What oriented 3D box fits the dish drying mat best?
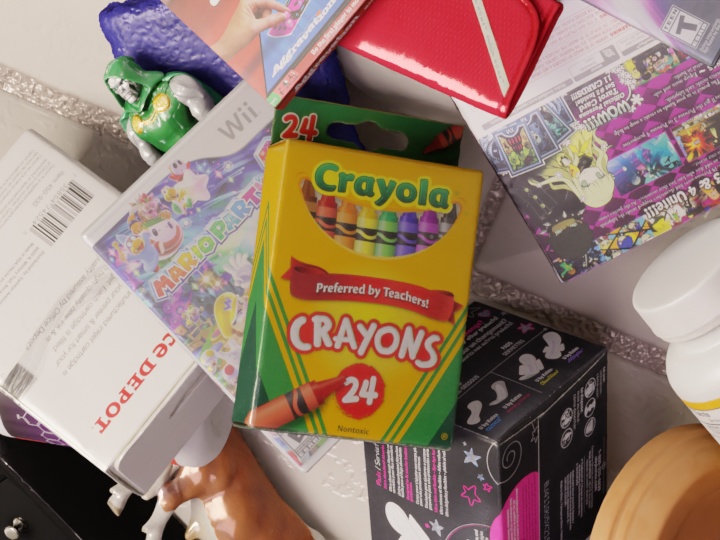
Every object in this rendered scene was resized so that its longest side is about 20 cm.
[{"bbox_3d":[0.014,-0.161,1.011,0.200,0.018,0.077,27,96,18],"label":"dish drying mat"}]

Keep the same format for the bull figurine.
[{"bbox_3d":[-0.090,0.197,1.276,0.200,0.121,0.065,57,161,-10],"label":"bull figurine"}]

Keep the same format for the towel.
[{"bbox_3d":[-0.072,-0.096,1.124,0.147,0.050,0.201,-9,119,17],"label":"towel"}]

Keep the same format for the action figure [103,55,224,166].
[{"bbox_3d":[-0.086,-0.059,1.092,0.200,0.055,0.118,45,123,-11],"label":"action figure"}]

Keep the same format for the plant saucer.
[{"bbox_3d":[0.225,0.201,1.127,0.037,0.200,0.201,2,126,52],"label":"plant saucer"}]

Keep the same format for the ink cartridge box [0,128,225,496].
[{"bbox_3d":[-0.177,0.028,1.123,0.200,0.147,0.083,36,169,19],"label":"ink cartridge box"}]

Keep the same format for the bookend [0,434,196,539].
[{"bbox_3d":[-0.257,0.219,1.337,0.198,0.092,0.200,-32,106,30],"label":"bookend"}]

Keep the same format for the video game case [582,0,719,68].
[{"bbox_3d":[0.140,-0.220,0.954,0.199,0.019,0.143,27,102,-3],"label":"video game case"}]

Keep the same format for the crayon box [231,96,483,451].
[{"bbox_3d":[0.000,0.000,1.028,0.126,0.051,0.201,7,86,-17],"label":"crayon box"}]

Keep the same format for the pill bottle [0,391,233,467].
[{"bbox_3d":[-0.189,0.069,1.215,0.199,0.113,0.113,8,122,12],"label":"pill bottle"}]

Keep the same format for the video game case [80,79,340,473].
[{"bbox_3d":[-0.050,0.003,1.055,0.143,0.018,0.200,-44,103,-8],"label":"video game case"}]

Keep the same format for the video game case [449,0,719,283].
[{"bbox_3d":[0.163,-0.112,1.028,0.200,0.036,0.182,-28,109,16],"label":"video game case"}]

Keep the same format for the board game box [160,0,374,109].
[{"bbox_3d":[-0.020,-0.202,1.000,0.103,0.019,0.200,43,102,11],"label":"board game box"}]

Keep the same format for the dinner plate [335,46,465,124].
[{"bbox_3d":[0.052,-0.176,1.052,0.199,0.024,0.201,7,121,11],"label":"dinner plate"}]

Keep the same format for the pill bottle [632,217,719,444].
[{"bbox_3d":[0.262,0.067,1.081,0.113,0.113,0.200,-34,106,30],"label":"pill bottle"}]

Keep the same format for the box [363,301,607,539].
[{"bbox_3d":[0.085,0.145,1.155,0.114,0.132,0.201,20,128,34],"label":"box"}]
